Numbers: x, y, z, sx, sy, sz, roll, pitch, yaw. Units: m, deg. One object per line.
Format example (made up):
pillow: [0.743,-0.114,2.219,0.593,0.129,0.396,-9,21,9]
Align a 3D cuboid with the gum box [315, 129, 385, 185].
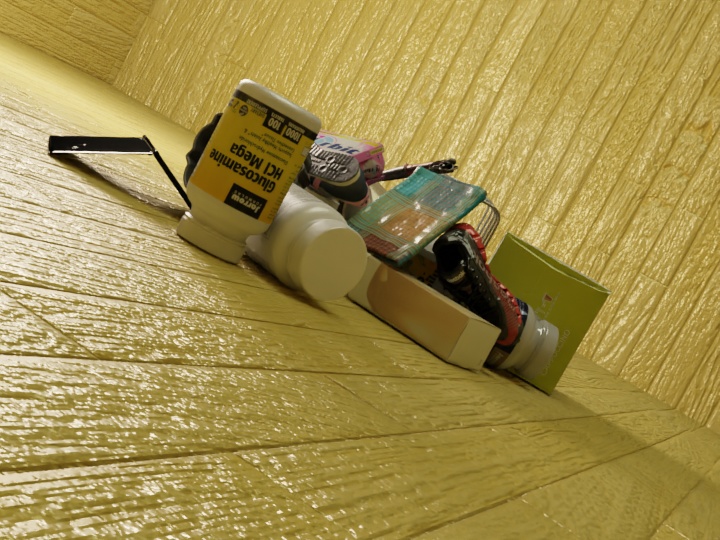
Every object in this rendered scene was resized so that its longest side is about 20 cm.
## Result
gum box: [-0.064,-0.180,1.868,0.199,0.067,0.113,18,30,37]

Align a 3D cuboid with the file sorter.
file sorter: [0.146,-0.084,1.888,0.138,0.125,0.200,28,9,-3]

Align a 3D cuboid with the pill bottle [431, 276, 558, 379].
pill bottle: [0.201,0.084,1.775,0.199,0.116,0.116,28,4,-8]

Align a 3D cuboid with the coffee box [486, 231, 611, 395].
coffee box: [0.284,0.068,1.932,0.199,0.201,0.198,30,5,5]

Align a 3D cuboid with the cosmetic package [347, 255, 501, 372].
cosmetic package: [0.090,0.061,1.624,0.199,0.071,0.105,32,5,34]

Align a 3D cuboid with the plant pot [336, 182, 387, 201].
plant pot: [0.008,-0.090,2.244,0.183,0.201,0.200,42,7,14]

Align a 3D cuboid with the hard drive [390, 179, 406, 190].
hard drive: [0.010,-0.069,1.856,0.042,0.200,0.135,48,3,-3]

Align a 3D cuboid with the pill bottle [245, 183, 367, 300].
pill bottle: [-0.082,-0.042,1.437,0.113,0.114,0.200,25,6,-39]

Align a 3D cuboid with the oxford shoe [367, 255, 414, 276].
oxford shoe: [0.000,0.000,1.738,0.199,0.073,0.071,25,6,-38]

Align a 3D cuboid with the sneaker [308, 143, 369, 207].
sneaker: [-0.064,-0.148,1.757,0.200,0.070,0.082,32,-21,44]

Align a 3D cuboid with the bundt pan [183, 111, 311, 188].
bundt pan: [-0.158,-0.147,1.692,0.201,0.203,0.076,31,-6,29]

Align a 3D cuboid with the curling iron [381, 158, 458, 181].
curling iron: [0.078,-0.164,1.869,0.049,0.026,0.199,-13,7,-43]

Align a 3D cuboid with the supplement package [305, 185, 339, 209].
supplement package: [-0.154,-0.113,1.794,0.199,0.114,0.109,33,6,28]

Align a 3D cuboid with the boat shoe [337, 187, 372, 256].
boat shoe: [-0.021,-0.082,1.966,0.072,0.203,0.060,-31,48,-32]

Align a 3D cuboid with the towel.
towel: [0.075,-0.085,1.700,0.146,0.200,0.022,25,-39,41]

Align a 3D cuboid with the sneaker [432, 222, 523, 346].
sneaker: [0.166,0.025,1.664,0.098,0.071,0.201,-13,73,-58]

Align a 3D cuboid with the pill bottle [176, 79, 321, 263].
pill bottle: [-0.137,-0.116,1.358,0.112,0.201,0.112,28,4,-2]

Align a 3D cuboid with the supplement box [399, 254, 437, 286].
supplement box: [0.100,0.013,1.996,0.109,0.109,0.200,29,5,9]

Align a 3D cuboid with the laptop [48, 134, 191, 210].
laptop: [-0.315,-0.120,1.541,0.201,0.116,0.187,58,-5,-19]
